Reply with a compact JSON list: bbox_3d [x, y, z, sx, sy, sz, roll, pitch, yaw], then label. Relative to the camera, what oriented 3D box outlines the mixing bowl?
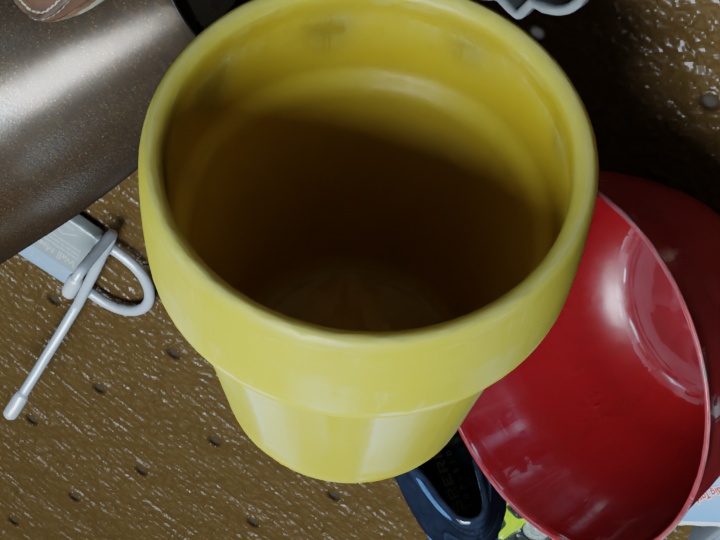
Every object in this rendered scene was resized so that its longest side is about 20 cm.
[{"bbox_3d":[0.136,0.031,0.914,0.200,0.108,0.201,28,127,44],"label":"mixing bowl"}]

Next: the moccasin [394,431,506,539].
[{"bbox_3d":[0.034,0.059,1.006,0.201,0.080,0.068,60,170,17],"label":"moccasin"}]

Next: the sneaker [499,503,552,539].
[{"bbox_3d":[0.057,0.096,1.079,0.199,0.076,0.076,34,129,2],"label":"sneaker"}]

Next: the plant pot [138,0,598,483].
[{"bbox_3d":[0.000,0.000,0.843,0.200,0.201,0.189,22,147,12],"label":"plant pot"}]

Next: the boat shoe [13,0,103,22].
[{"bbox_3d":[-0.121,-0.186,0.789,0.076,0.072,0.200,45,132,13],"label":"boat shoe"}]

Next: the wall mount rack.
[{"bbox_3d":[-0.241,0.001,1.174,0.199,0.075,0.174,34,140,-1],"label":"wall mount rack"}]

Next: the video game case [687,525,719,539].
[{"bbox_3d":[0.312,0.171,1.015,0.199,0.046,0.181,36,139,-2],"label":"video game case"}]

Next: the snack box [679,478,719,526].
[{"bbox_3d":[0.183,0.108,1.008,0.199,0.024,0.072,-8,113,52],"label":"snack box"}]

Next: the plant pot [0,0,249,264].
[{"bbox_3d":[-0.159,-0.117,0.946,0.199,0.187,0.187,-20,119,27],"label":"plant pot"}]

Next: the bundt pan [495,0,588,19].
[{"bbox_3d":[0.067,-0.209,0.729,0.202,0.076,0.203,46,153,31],"label":"bundt pan"}]
